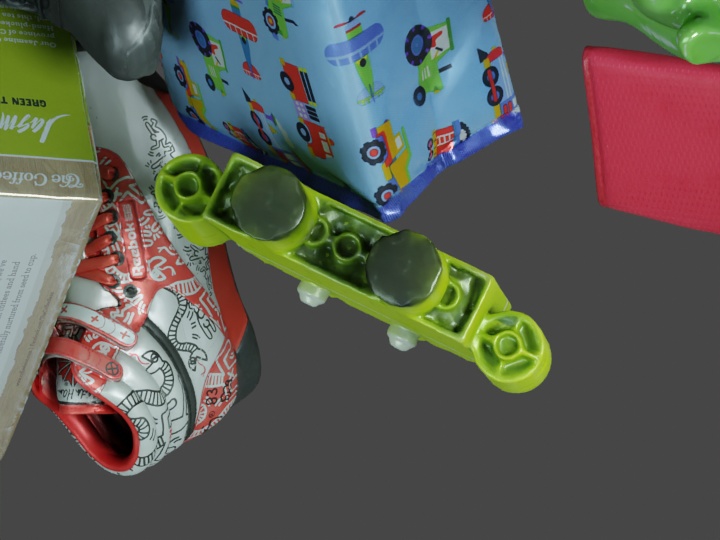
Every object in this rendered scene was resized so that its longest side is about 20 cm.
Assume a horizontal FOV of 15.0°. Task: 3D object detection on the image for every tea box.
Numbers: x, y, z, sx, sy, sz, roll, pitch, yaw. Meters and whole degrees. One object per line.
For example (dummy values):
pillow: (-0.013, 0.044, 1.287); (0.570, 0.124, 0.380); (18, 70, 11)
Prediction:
tea box: (-0.218, -0.046, 1.275); (0.200, 0.133, 0.197); (117, 149, -46)

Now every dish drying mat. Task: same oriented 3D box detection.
dish drying mat: (0.179, -0.042, 1.088); (0.200, 0.018, 0.077); (14, 127, 35)

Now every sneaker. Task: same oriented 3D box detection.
sneaker: (-0.154, -0.146, 1.207); (0.200, 0.091, 0.076); (50, 151, 36)
sneaker: (-0.119, -0.002, 1.303); (0.067, 0.108, 0.202); (1, 118, 40)

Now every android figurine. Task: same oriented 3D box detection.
android figurine: (0.000, 0.000, 1.177); (0.182, 0.041, 0.200); (26, 175, 7)

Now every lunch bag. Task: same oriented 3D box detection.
lunch bag: (-0.044, -0.122, 1.182); (0.200, 0.094, 0.151); (16, 131, 44)

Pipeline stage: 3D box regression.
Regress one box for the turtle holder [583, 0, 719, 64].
turtle holder: (0.130, -0.159, 0.981); (0.132, 0.141, 0.186); (49, 180, 24)
